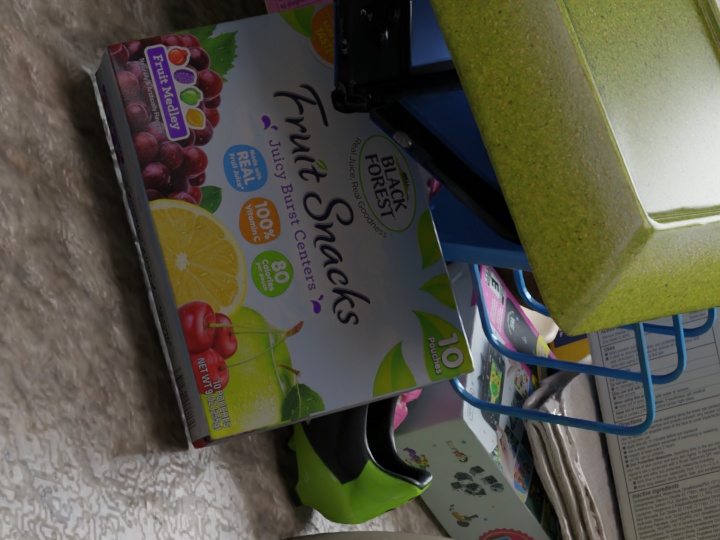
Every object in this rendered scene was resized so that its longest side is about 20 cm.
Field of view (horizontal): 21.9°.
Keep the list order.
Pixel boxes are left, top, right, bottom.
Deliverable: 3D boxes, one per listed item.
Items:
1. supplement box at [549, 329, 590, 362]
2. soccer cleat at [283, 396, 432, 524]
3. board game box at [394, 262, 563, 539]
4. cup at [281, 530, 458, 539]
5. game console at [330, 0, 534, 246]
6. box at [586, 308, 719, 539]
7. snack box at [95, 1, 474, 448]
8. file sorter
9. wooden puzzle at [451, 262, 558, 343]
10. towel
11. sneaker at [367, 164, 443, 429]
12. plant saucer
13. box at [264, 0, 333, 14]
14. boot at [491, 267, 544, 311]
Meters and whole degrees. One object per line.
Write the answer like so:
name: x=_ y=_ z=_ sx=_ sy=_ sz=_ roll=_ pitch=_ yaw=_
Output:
supplement box: x=0.221 y=0.120 z=1.356 sx=0.109 sy=0.109 sz=0.201 roll=21 pitch=54 yaw=-57
soccer cleat: x=-0.015 y=0.035 z=0.995 sx=0.067 sy=0.081 sz=0.201 roll=-6 pitch=78 yaw=-63
board game box: x=0.093 y=0.112 z=1.171 sx=0.200 sy=0.064 sz=0.148 roll=54 pitch=31 yaw=-32
cup: x=0.045 y=0.215 z=0.922 sx=0.200 sy=0.143 sz=0.201 roll=40 pitch=40 yaw=-45
game console: x=0.090 y=-0.117 z=0.926 sx=0.200 sy=0.118 sz=0.172 roll=-16 pitch=111 yaw=-49
box: x=0.206 y=0.111 z=1.141 sx=0.078 sy=0.095 sz=0.201 roll=27 pitch=52 yaw=-58
snack box: x=-0.039 y=-0.026 z=0.933 sx=0.142 sy=0.053 sz=0.201 roll=-14 pitch=83 yaw=-19
file sorter: x=0.139 y=-0.017 z=1.066 sx=0.200 sy=0.138 sz=0.123 roll=-49 pitch=136 yaw=-42
wooden puzzle: x=0.084 y=-0.064 z=1.295 sx=0.200 sy=0.046 sz=0.185 roll=57 pitch=29 yaw=-16
towel: x=0.157 y=0.124 z=1.181 sx=0.200 sy=0.034 sz=0.133 roll=-18 pitch=90 yaw=-65
sneaker: x=0.000 y=0.000 z=1.066 sx=0.074 sy=0.087 sz=0.201 roll=28 pitch=71 yaw=-70
plant saucer: x=0.135 y=-0.079 z=0.900 sx=0.199 sy=0.048 sz=0.201 roll=-8 pitch=74 yaw=-48
box: x=-0.021 y=-0.226 z=1.074 sx=0.176 sy=0.096 sz=0.201 roll=-9 pitch=81 yaw=-85
boot: x=0.093 y=-0.083 z=1.187 sx=0.200 sy=0.073 sz=0.156 roll=37 pitch=60 yaw=-32
